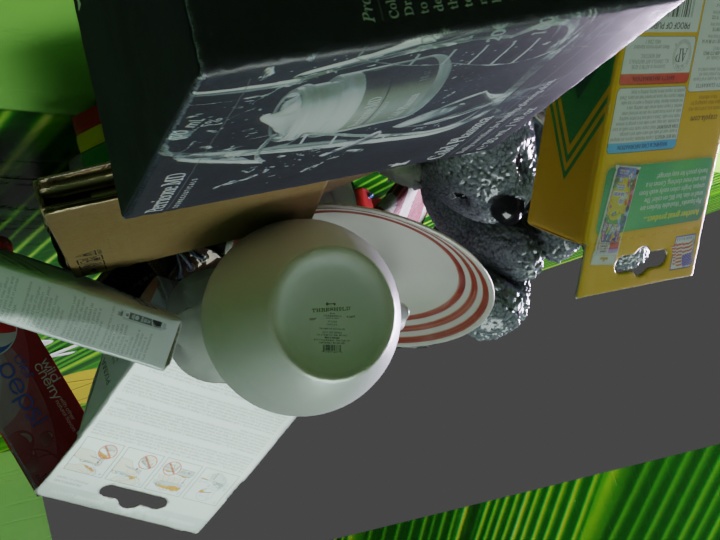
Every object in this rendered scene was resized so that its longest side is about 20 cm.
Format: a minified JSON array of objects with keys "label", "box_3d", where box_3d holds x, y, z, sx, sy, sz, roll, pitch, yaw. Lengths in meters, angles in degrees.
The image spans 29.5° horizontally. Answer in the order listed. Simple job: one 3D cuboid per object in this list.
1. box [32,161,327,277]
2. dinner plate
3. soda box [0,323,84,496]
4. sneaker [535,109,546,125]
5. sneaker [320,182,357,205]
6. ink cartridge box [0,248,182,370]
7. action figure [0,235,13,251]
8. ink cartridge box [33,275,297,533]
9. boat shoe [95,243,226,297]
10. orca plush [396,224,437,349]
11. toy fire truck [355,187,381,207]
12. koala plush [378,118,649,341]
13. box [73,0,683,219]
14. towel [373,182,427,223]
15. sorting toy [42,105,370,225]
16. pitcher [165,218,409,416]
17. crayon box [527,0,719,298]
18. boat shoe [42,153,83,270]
[{"label":"box","box_3d":[-0.097,-0.039,0.795,0.161,0.022,0.200,-14,172,-9]},{"label":"dinner plate","box_3d":[0.000,0.000,0.988,0.197,0.025,0.201,9,153,5]},{"label":"soda box","box_3d":[-0.281,0.077,1.092,0.063,0.202,0.070,-30,178,-18]},{"label":"sneaker","box_3d":[0.108,-0.134,0.845,0.199,0.081,0.070,-6,170,-45]},{"label":"sneaker","box_3d":[-0.048,-0.064,1.055,0.083,0.074,0.200,-8,168,-7]},{"label":"ink cartridge box","box_3d":[-0.245,0.006,0.905,0.198,0.041,0.199,19,178,-34]},{"label":"action figure","box_3d":[-0.342,0.021,0.997,0.198,0.100,0.065,-14,173,-34]},{"label":"ink cartridge box","box_3d":[-0.139,0.110,1.063,0.161,0.050,0.200,22,120,-36]},{"label":"boat shoe","box_3d":[-0.132,-0.013,1.036,0.200,0.073,0.072,-40,172,30]},{"label":"orca plush","box_3d":[0.045,0.036,1.241,0.200,0.071,0.105,-49,-178,-19]},{"label":"toy fire truck","box_3d":[0.038,-0.056,1.380,0.139,0.049,0.200,-18,171,16]},{"label":"koala plush","box_3d":[0.093,-0.081,1.016,0.176,0.186,0.200,-30,149,16]},{"label":"box","box_3d":[-0.007,-0.118,0.570,0.194,0.126,0.200,-11,171,-19]},{"label":"towel","box_3d":[0.013,-0.023,1.138,0.200,0.023,0.145,-48,165,-46]},{"label":"sorting toy","box_3d":[-0.065,-0.091,0.840,0.197,0.071,0.199,-20,171,31]},{"label":"pitcher","box_3d":[-0.027,0.030,0.899,0.169,0.123,0.200,-5,177,-21]},{"label":"crayon box","box_3d":[0.170,-0.093,0.844,0.125,0.203,0.051,-8,-157,-42]},{"label":"boat shoe","box_3d":[-0.183,-0.039,0.982,0.069,0.067,0.199,-10,171,-32]}]
